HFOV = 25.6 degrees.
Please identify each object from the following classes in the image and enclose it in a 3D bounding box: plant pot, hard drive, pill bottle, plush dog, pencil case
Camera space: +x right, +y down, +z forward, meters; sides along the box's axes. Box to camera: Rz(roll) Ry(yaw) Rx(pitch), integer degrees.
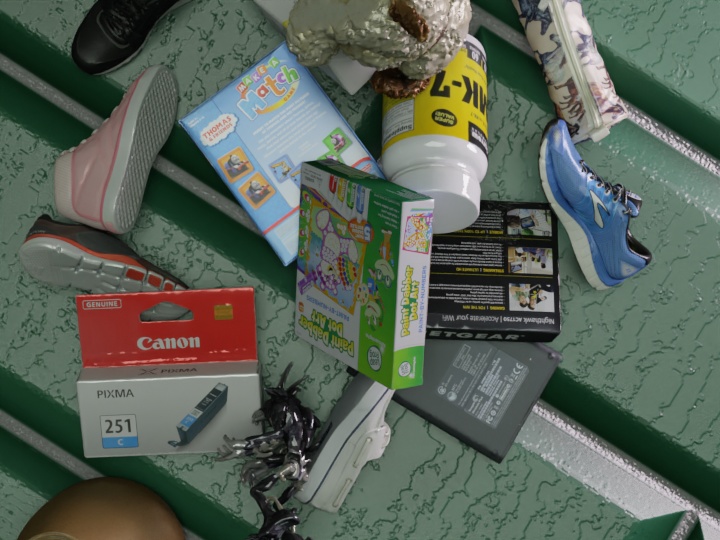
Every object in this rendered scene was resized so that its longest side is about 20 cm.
[{"bbox_3d":[-0.289,0.312,1.653,0.185,0.200,0.188,-1,84,5],"label":"plant pot"},{"bbox_3d":[0.103,0.103,1.757,0.199,0.033,0.140,31,88,0],"label":"hard drive"},{"bbox_3d":[0.079,-0.148,1.690,0.114,0.114,0.201,2,63,-1],"label":"pill bottle"},{"bbox_3d":[0.050,-0.258,1.583,0.160,0.171,0.201,37,102,32],"label":"plush dog"},{"bbox_3d":[0.229,-0.236,1.740,0.077,0.089,0.201,-20,89,14],"label":"pencil case"}]

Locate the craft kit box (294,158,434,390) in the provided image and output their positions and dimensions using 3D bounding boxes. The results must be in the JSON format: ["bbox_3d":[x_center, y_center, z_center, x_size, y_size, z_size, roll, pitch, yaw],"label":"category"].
[{"bbox_3d":[0.000,0.000,1.658,0.048,0.200,0.199,-10,110,-31],"label":"craft kit box"}]

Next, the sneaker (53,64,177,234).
[{"bbox_3d":[-0.276,-0.140,1.739,0.104,0.075,0.201,8,70,25],"label":"sneaker"}]

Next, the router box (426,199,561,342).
[{"bbox_3d":[0.115,-0.001,1.725,0.199,0.051,0.150,2,74,-7],"label":"router box"}]

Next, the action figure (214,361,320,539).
[{"bbox_3d":[-0.096,0.199,1.671,0.102,0.119,0.201,-11,57,18],"label":"action figure"}]

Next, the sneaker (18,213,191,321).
[{"bbox_3d":[-0.271,-0.013,1.736,0.199,0.082,0.077,24,130,-21],"label":"sneaker"}]

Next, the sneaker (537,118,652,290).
[{"bbox_3d":[0.256,-0.080,1.718,0.089,0.079,0.201,-22,110,23],"label":"sneaker"}]

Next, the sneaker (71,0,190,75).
[{"bbox_3d":[-0.243,-0.298,1.737,0.200,0.088,0.076,-43,89,-1],"label":"sneaker"}]

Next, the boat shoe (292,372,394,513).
[{"bbox_3d":[-0.001,0.180,1.723,0.066,0.072,0.201,28,103,-13],"label":"boat shoe"}]

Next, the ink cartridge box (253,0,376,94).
[{"bbox_3d":[-0.035,-0.292,1.722,0.117,0.067,0.200,-44,49,-1],"label":"ink cartridge box"}]

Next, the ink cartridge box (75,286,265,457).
[{"bbox_3d":[-0.208,0.112,1.722,0.199,0.045,0.177,-3,109,-1],"label":"ink cartridge box"}]

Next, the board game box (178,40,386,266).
[{"bbox_3d":[-0.082,-0.129,1.760,0.151,0.037,0.200,-36,91,-1],"label":"board game box"}]
